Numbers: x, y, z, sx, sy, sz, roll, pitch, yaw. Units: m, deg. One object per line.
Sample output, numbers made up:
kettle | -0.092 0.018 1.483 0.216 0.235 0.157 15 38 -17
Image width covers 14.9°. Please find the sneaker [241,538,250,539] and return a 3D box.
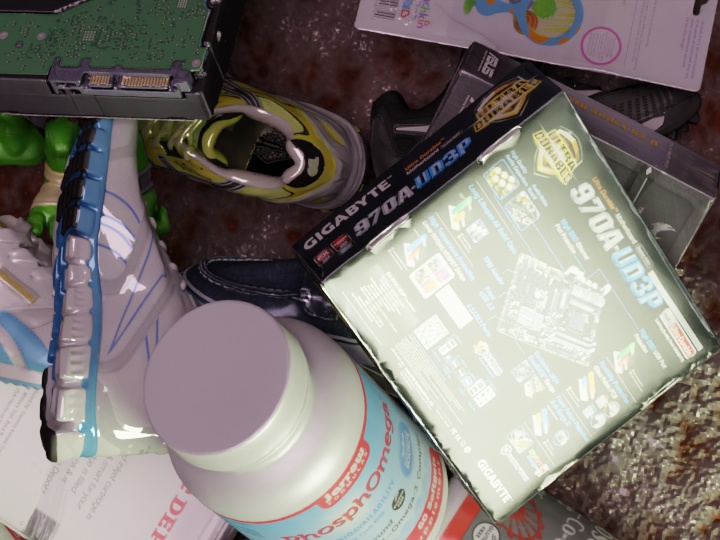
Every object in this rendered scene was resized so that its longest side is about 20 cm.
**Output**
sneaker | -0.018 0.225 1.587 0.080 0.089 0.201 -16 109 28

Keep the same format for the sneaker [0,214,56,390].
sneaker | -0.190 0.015 1.526 0.199 0.077 0.081 16 99 8

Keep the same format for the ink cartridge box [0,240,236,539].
ink cartridge box | -0.151 0.091 1.601 0.199 0.085 0.146 33 93 8

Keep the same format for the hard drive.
hard drive | -0.124 -0.171 1.497 0.139 0.038 0.201 2 56 17

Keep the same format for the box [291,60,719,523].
box | 0.079 0.015 1.443 0.159 0.046 0.200 -38 124 -2

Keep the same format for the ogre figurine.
ogre figurine | -0.189 -0.101 1.572 0.098 0.200 0.120 -15 127 -25

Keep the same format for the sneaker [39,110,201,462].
sneaker | -0.122 0.008 1.475 0.086 0.075 0.201 6 75 -14

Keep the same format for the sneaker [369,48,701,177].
sneaker | 0.094 -0.092 1.582 0.199 0.066 0.091 -15 90 9

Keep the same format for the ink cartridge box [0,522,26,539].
ink cartridge box | -0.258 0.208 1.553 0.145 0.200 0.084 -38 85 5

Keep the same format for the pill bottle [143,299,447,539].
pill bottle | -0.035 0.090 1.441 0.108 0.200 0.109 -9 65 20

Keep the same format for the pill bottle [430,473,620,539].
pill bottle | 0.117 0.201 1.550 0.199 0.116 0.116 32 93 6

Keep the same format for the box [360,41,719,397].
box | 0.087 -0.005 1.544 0.158 0.048 0.201 26 116 -2

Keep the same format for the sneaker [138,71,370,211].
sneaker | -0.094 -0.088 1.592 0.199 0.076 0.076 14 92 20

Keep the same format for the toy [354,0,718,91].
toy | 0.105 -0.166 1.585 0.199 0.047 0.116 12 72 4

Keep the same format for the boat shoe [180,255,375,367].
boat shoe | 0.000 0.000 1.502 0.199 0.071 0.091 11 115 -2
